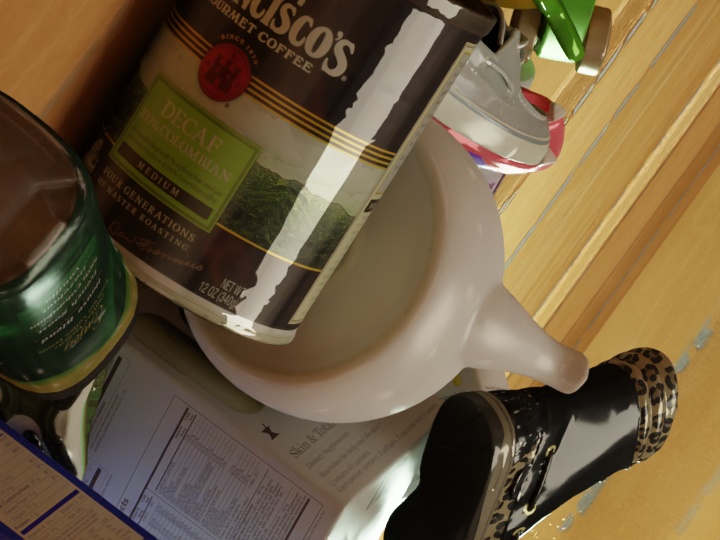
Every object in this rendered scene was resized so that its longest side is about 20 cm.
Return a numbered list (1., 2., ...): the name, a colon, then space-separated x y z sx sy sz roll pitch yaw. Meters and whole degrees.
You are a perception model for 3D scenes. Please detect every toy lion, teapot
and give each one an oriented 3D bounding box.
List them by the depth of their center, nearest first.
1. teapot: 0.000 0.000 1.487 0.197 0.201 0.146 -24 156 18
2. toy lion: 0.152 -0.257 1.718 0.192 0.068 0.201 104 -3 -54

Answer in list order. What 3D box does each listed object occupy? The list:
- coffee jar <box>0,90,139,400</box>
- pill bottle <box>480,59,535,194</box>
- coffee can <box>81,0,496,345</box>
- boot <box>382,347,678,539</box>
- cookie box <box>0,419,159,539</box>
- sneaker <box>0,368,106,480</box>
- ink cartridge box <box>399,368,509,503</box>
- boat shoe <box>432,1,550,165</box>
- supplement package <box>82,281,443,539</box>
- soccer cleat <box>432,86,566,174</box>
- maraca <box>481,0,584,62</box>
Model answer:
1. coffee jar: -0.161 -0.009 1.199 0.085 0.104 0.200 -50 166 -11
2. pill bottle: 0.039 -0.070 1.788 0.112 0.112 0.200 -35 156 -59
3. coffee can: -0.043 -0.084 1.351 0.200 0.146 0.146 -58 168 11
4. boot: 0.102 0.134 1.580 0.153 0.074 0.204 -17 143 -31
5. cookie box: -0.185 0.196 1.421 0.075 0.200 0.172 -35 156 -54
6. sneaker: -0.164 0.056 1.453 0.089 0.077 0.200 -58 174 -38
7. ink cartridge box: 0.008 0.049 1.680 0.144 0.201 0.084 -17 172 14
8. boat shoe: 0.062 -0.118 1.494 0.072 0.070 0.201 -56 145 6
9. supplement package: -0.085 0.105 1.557 0.152 0.200 0.151 -36 158 -57
10. soccer cleat: 0.033 -0.102 1.602 0.076 0.199 0.067 -2 -105 63
11. maraca: 0.087 -0.204 1.534 0.107 0.138 0.200 -24 140 10
